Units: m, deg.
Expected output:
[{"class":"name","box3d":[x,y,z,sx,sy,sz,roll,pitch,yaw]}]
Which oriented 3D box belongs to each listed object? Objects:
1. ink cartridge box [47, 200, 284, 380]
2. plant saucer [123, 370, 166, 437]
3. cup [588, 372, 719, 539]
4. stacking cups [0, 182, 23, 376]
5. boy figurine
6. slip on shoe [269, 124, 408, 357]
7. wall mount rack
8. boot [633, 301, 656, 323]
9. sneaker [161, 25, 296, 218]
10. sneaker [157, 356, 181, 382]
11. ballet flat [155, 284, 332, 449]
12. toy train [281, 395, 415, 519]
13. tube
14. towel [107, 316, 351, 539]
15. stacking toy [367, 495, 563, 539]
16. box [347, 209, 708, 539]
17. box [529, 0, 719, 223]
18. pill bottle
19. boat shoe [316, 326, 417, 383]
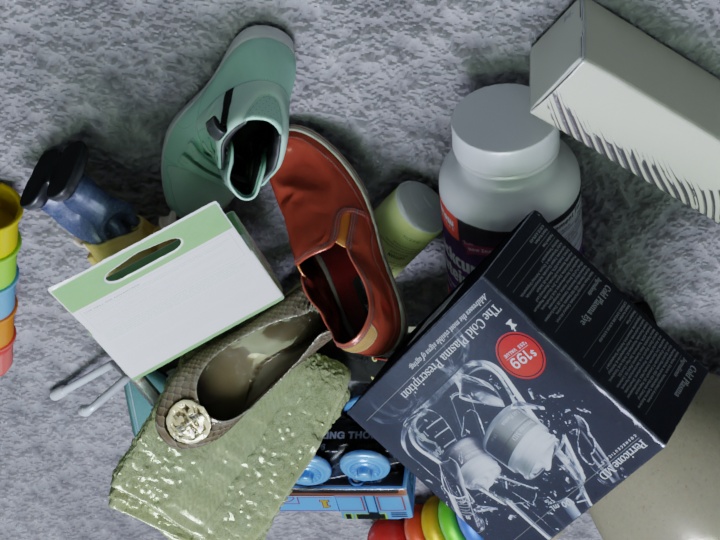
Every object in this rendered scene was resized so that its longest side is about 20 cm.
[{"class":"ink cartridge box","box3d":[-0.152,0.004,1.534,0.145,0.048,0.200,-28,152,1]},{"class":"plant saucer","box3d":[-0.183,0.086,1.773,0.069,0.019,0.201,-1,133,4]},{"class":"cup","box3d":[0.261,0.158,1.714,0.143,0.200,0.200,43,127,-1]},{"class":"stacking cups","box3d":[-0.318,0.011,1.691,0.060,0.061,0.200,8,139,-4]},{"class":"boy figurine","box3d":[-0.179,-0.024,1.628,0.200,0.065,0.124,37,148,-30]},{"class":"slip on shoe","box3d":[-0.026,-0.025,1.555,0.074,0.201,0.061,-30,167,30]},{"class":"wall mount rack","box3d":[-0.199,0.141,1.749,0.074,0.174,0.200,-40,102,-9]},{"class":"boot","box3d":[0.144,0.099,1.656,0.199,0.189,0.069,-20,113,20]},{"class":"sneaker","box3d":[-0.110,-0.083,1.536,0.073,0.119,0.201,17,134,-15]},{"class":"sneaker","box3d":[-0.119,0.108,1.706,0.199,0.089,0.074,21,165,-13]},{"class":"ballet flat","box3d":[-0.084,0.075,1.617,0.200,0.046,0.067,-37,105,-2]},{"class":"toy train","box3d":[-0.041,0.173,1.802,0.199,0.087,0.115,-2,142,9]},{"class":"tube","box3d":[0.000,0.000,1.658,0.058,0.052,0.200,50,134,4]},{"class":"towel","box3d":[-0.110,0.139,1.663,0.148,0.036,0.201,30,88,-15]},{"class":"stacking toy","box3d":[0.091,0.233,1.864,0.199,0.086,0.085,-20,130,30]},{"class":"box","box3d":[0.125,0.092,1.505,0.182,0.104,0.200,42,132,-1]},{"class":"box","box3d":[0.225,-0.118,1.505,0.199,0.082,0.068,28,131,-20]},{"class":"pill bottle","box3d":[0.119,-0.044,1.562,0.111,0.112,0.201,-2,133,6]},{"class":"boat shoe","box3d":[0.035,0.082,1.675,0.201,0.063,0.074,2,156,38]}]
